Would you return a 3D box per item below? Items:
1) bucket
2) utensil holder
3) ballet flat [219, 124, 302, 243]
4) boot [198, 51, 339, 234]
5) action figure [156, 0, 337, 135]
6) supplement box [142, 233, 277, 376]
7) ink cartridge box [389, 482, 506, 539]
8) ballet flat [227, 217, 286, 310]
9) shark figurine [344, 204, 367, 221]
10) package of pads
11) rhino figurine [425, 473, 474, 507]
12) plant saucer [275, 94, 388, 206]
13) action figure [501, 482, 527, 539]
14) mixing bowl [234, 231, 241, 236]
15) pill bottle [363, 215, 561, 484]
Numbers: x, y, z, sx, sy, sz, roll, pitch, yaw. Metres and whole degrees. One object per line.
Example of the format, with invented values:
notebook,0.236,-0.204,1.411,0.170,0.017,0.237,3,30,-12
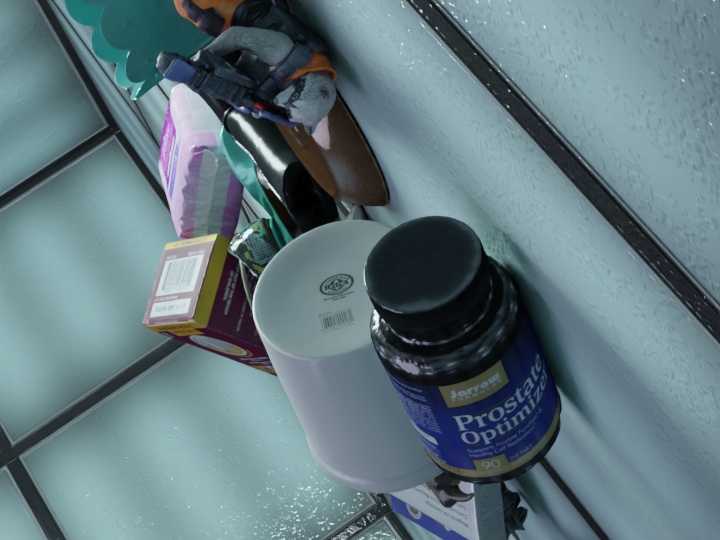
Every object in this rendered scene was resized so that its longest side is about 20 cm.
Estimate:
bucket,-0.194,-0.266,1.451,0.208,0.134,0.207,56,172,12
utensil holder,0.005,0.076,1.515,0.170,0.170,0.200,49,167,43
ballet flat,-0.076,-0.085,1.802,0.070,0.067,0.201,-1,126,52
boot,-0.106,-0.141,1.630,0.165,0.066,0.200,46,-171,-45
action figure,-0.091,-0.185,1.277,0.194,0.105,0.200,49,-164,15
supplement box,-0.117,0.044,1.837,0.199,0.104,0.131,22,164,-28
ink cartridge box,0.067,0.200,1.699,0.196,0.043,0.201,22,125,50
ballet flat,-0.075,0.041,1.754,0.201,0.074,0.074,62,172,-10
shark figurine,-0.004,0.016,1.685,0.214,0.089,0.129,143,127,-75
package of pads,-0.180,-0.124,1.905,0.200,0.075,0.121,-114,34,-60
rhino figurine,0.042,0.163,1.618,0.200,0.060,0.088,39,130,39
plant saucer,-0.046,-0.132,1.455,0.201,0.037,0.200,55,173,9
action figure,0.119,0.216,1.776,0.131,0.069,0.200,66,166,-18
mixing bowl,-0.085,0.021,2.044,0.201,0.108,0.200,60,178,3
pill bottle,0.071,0.057,1.202,0.112,0.112,0.200,49,170,43
